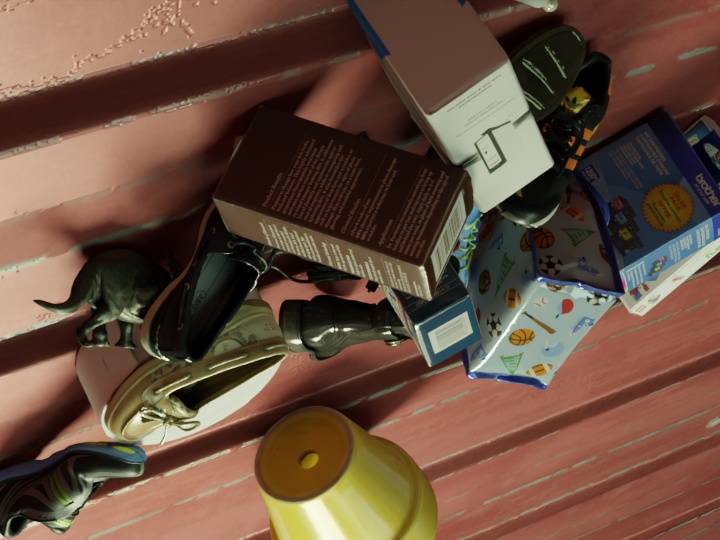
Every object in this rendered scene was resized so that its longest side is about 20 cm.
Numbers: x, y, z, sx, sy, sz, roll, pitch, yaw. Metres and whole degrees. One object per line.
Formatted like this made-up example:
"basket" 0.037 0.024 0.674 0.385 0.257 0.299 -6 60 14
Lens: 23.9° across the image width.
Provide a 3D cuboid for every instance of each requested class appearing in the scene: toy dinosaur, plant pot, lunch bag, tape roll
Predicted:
"toy dinosaur" -0.216 0.021 1.546 0.199 0.103 0.077 10 179 -36
"plant pot" -0.031 0.264 2.013 0.200 0.201 0.189 -31 138 2
"lunch bag" 0.175 -0.007 1.743 0.123 0.200 0.170 13 134 -24
"tape roll" -0.179 0.088 1.690 0.202 0.071 0.203 -23 152 -13

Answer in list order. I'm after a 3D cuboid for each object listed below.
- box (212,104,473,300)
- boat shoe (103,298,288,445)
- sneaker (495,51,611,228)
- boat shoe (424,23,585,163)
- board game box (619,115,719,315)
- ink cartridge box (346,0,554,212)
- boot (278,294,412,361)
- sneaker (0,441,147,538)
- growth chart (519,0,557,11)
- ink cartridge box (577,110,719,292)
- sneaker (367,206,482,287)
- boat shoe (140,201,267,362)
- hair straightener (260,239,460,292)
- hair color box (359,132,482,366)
"box" -0.014 -0.058 1.452 0.075 0.199 0.100 74 39 -63
"boat shoe" -0.157 0.106 1.595 0.200 0.063 0.073 -38 152 16
"sneaker" 0.184 -0.131 1.611 0.200 0.070 0.090 -57 170 -38
"boat shoe" 0.126 -0.156 1.593 0.200 0.068 0.072 -48 118 -4
"board game box" 0.348 -0.060 1.901 0.200 0.126 0.035 -42 150 23
"ink cartridge box" 0.079 -0.159 1.449 0.084 0.146 0.200 -34 153 2
"boot" 0.024 0.056 1.719 0.173 0.070 0.200 -3 179 17
"sneaker" -0.296 0.225 1.741 0.199 0.083 0.071 -21 164 24
"growth chart" 0.180 -0.300 1.438 0.144 0.018 0.200 -1 141 -44
"ink cartridge box" 0.306 -0.074 1.824 0.200 0.137 0.076 -30 158 -1
"sneaker" 0.093 -0.038 1.707 0.105 0.076 0.200 40 124 -20
"boat shoe" -0.119 -0.002 1.522 0.200 0.066 0.075 -53 129 -13
"hair straightener" 0.000 0.000 1.672 0.199 0.041 0.077 -4 133 4
"hair color box" 0.035 -0.019 1.579 0.060 0.200 0.100 -29 152 -4
